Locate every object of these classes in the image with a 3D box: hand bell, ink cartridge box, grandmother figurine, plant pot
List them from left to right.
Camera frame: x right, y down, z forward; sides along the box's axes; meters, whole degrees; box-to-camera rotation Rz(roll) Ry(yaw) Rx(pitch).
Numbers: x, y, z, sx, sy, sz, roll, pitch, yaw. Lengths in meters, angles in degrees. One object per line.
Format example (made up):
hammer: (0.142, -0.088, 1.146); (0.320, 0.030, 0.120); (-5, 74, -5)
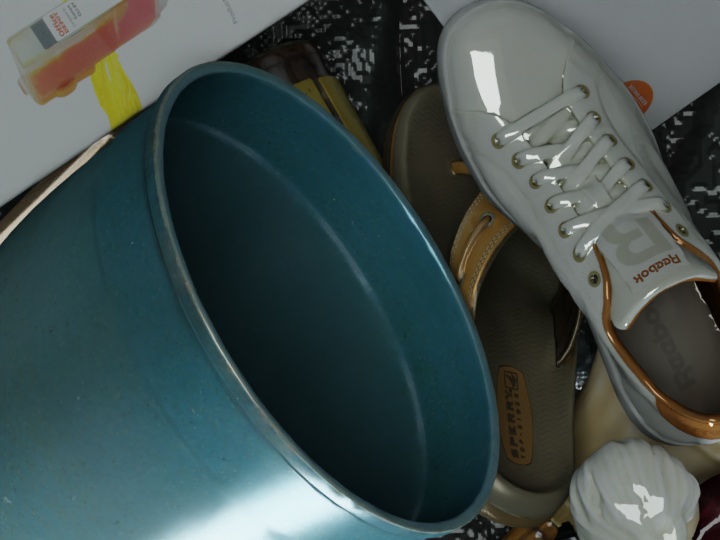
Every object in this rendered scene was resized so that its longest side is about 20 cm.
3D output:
ink cartridge box: (-0.132, -0.094, 1.160); (0.200, 0.145, 0.084); (-36, 105, -29)
plant pot: (-0.079, 0.052, 1.127); (0.188, 0.200, 0.201); (-32, 90, 27)
hand bell: (0.077, 0.114, 1.254); (0.104, 0.104, 0.200); (44, 107, 2)
grandmother figurine: (0.151, 0.123, 1.192); (0.061, 0.200, 0.122); (35, 90, 46)

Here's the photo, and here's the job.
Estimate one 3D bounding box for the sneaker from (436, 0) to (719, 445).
sneaker: (0.101, -0.024, 1.133); (0.073, 0.085, 0.200); (-33, 92, -8)

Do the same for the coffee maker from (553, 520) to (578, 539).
coffee maker: (0.031, 0.224, 1.233); (0.199, 0.135, 0.193); (-18, 89, 8)

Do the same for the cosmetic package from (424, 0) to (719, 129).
cosmetic package: (0.096, -0.143, 1.185); (0.150, 0.200, 0.052); (-34, 45, 8)

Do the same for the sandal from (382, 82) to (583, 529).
sandal: (0.061, 0.007, 1.199); (0.080, 0.054, 0.201); (8, 59, -27)

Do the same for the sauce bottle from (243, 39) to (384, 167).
sauce bottle: (0.000, 0.000, 1.243); (0.065, 0.065, 0.201); (-29, 80, 6)

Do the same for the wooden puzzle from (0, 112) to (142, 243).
wooden puzzle: (-0.104, 0.052, 1.287); (0.200, 0.037, 0.185); (-44, 88, 2)
